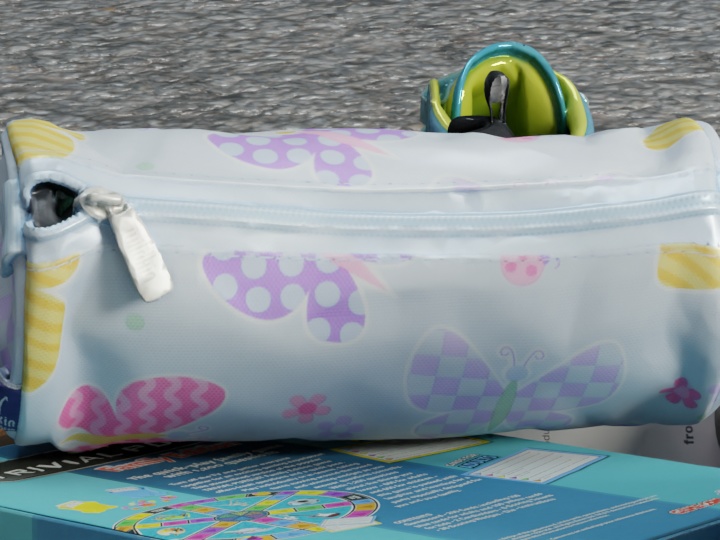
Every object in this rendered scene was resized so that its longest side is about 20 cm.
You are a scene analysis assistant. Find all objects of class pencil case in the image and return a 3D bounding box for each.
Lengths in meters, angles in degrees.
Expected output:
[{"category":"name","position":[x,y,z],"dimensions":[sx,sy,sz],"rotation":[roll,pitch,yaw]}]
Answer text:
[{"category":"pencil case","position":[0.000,0.000,0.778],"dimensions":[0.200,0.091,0.083],"rotation":[0,51,-10]}]

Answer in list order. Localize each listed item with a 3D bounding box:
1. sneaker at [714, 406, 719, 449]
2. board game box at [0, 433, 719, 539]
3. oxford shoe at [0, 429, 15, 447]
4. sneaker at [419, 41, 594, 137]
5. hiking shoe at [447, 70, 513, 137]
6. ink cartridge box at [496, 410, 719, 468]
[{"category":"sneaker","position":[0.197,0.057,0.822],"dimensions":[0.200,0.079,0.075],"rotation":[21,53,-5]},{"category":"board game box","position":[-0.006,0.075,0.745],"dimensions":[0.200,0.047,0.151],"rotation":[6,10,40]},{"category":"oxford shoe","position":[-0.092,0.021,0.857],"dimensions":[0.200,0.071,0.071],"rotation":[-20,-11,7]},{"category":"sneaker","position":[0.045,-0.036,1.204],"dimensions":[0.079,0.131,0.200],"rotation":[-12,19,-22]},{"category":"hiking shoe","position":[-0.021,0.002,1.087],"dimensions":[0.200,0.101,0.076],"rotation":[-25,12,-3]},{"category":"ink cartridge box","position":[0.034,0.020,0.934],"dimensions":[0.200,0.085,0.145],"rotation":[-2,3,22]}]
